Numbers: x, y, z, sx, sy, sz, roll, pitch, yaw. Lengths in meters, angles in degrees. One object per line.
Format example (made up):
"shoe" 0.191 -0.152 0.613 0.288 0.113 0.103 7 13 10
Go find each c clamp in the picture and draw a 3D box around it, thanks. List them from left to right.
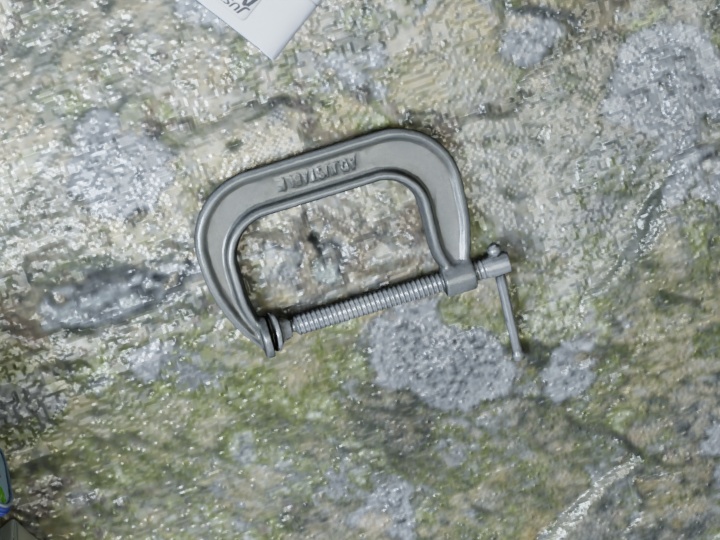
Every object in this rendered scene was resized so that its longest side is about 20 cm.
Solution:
"c clamp" 0.000 0.000 1.257 0.199 0.027 0.172 -11 111 -7

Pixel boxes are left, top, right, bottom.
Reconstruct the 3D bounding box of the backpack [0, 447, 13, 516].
"backpack" -0.286 0.133 1.167 0.147 0.183 0.200 -36 110 0

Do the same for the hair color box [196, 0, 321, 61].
"hair color box" -0.029 -0.233 1.153 0.100 0.061 0.200 37 99 -19

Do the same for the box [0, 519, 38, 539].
"box" -0.268 0.257 1.274 0.200 0.068 0.082 -41 112 5
